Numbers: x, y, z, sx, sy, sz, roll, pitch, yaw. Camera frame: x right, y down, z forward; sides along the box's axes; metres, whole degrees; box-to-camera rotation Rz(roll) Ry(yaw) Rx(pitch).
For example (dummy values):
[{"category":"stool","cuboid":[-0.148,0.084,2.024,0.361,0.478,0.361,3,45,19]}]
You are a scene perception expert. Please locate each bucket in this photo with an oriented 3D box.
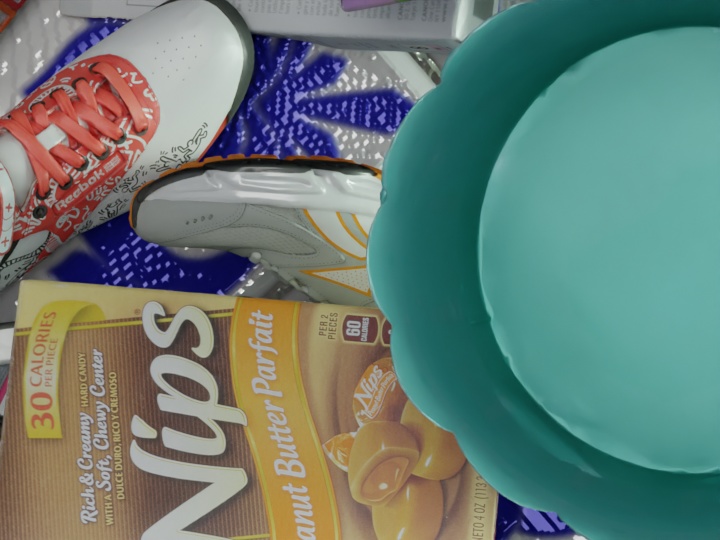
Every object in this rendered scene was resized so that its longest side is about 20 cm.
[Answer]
[{"category":"bucket","cuboid":[0.114,-0.007,0.782,0.205,0.135,0.210,1,93,12]}]

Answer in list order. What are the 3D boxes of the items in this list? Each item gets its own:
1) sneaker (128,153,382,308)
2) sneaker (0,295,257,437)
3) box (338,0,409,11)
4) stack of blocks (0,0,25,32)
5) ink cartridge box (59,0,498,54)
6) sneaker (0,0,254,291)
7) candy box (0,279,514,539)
[{"category":"sneaker","cuboid":[0.000,0.000,0.934,0.198,0.076,0.093,4,97,-4]},{"category":"sneaker","cuboid":[-0.126,0.086,0.954,0.198,0.084,0.122,-9,77,5]},{"category":"box","cuboid":[0.104,-0.169,0.839,0.175,0.199,0.098,-15,96,-28]},{"category":"stack of blocks","cuboid":[-0.198,-0.134,0.948,0.059,0.115,0.200,42,93,20]},{"category":"ink cartridge box","cuboid":[-0.029,-0.183,0.981,0.198,0.057,0.164,6,88,28]},{"category":"sneaker","cuboid":[-0.135,-0.044,0.933,0.201,0.108,0.068,-36,88,11]},{"category":"candy box","cuboid":[-0.042,0.073,0.882,0.198,0.055,0.117,5,75,1]}]
